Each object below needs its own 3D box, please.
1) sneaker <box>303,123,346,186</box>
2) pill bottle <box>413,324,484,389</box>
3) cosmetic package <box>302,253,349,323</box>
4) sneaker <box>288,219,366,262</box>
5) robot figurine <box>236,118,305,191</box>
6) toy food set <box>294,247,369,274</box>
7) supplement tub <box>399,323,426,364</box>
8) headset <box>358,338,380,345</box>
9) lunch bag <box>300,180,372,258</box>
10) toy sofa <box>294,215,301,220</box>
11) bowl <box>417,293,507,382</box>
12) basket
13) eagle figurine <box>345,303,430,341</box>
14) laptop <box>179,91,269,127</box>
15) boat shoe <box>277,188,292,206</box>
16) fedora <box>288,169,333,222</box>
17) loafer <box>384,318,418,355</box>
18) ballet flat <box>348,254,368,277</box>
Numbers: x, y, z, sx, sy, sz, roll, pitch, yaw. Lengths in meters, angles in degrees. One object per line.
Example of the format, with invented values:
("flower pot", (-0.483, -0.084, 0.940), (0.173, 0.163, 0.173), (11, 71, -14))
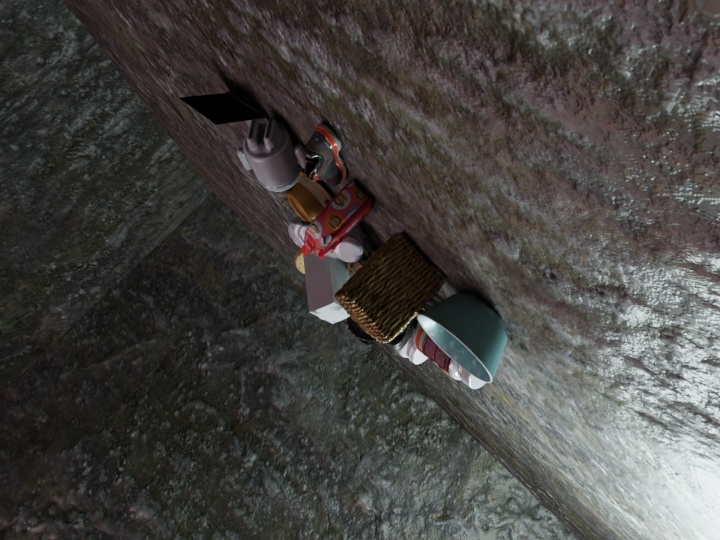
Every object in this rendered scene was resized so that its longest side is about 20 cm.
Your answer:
("sneaker", (-0.084, -0.214, 1.049), (0.077, 0.082, 0.200), (42, 169, 15))
("pill bottle", (0.236, 0.202, 1.316), (0.199, 0.114, 0.115), (36, 167, 45))
("cosmetic package", (-0.084, 0.024, 1.366), (0.113, 0.080, 0.203), (32, -140, -54))
("sneaker", (-0.078, -0.093, 1.318), (0.197, 0.115, 0.076), (19, 124, 5))
("robot figurine", (-0.204, -0.264, 1.229), (0.167, 0.114, 0.201), (4, 153, 11))
("toy food set", (-0.075, -0.037, 1.494), (0.199, 0.198, 0.049), (33, -146, -20))
("supplement tub", (0.127, 0.164, 1.534), (0.199, 0.140, 0.141), (39, 169, 32))
("headset", (0.035, 0.149, 1.458), (0.199, 0.093, 0.126), (-1, 92, 52))
("lunch bag", (-0.063, -0.099, 1.153), (0.082, 0.176, 0.200), (44, 170, -2))
("toy sofa", (-0.124, -0.103, 1.610), (0.199, 0.098, 0.083), (36, 167, 37))
("bowl", (0.224, 0.124, 1.085), (0.200, 0.105, 0.201), (42, 169, 10))
("basket", (0.058, 0.042, 1.151), (0.149, 0.200, 0.143), (45, 169, -6))
("eagle figurine", (0.076, 0.085, 1.292), (0.150, 0.199, 0.153), (1, -113, -45))
("laptop", (-0.308, -0.357, 1.290), (0.187, 0.116, 0.201), (38, 168, 35))
("boat shoe", (-0.212, -0.236, 1.581), (0.200, 0.071, 0.069), (79, -178, -84))
("fedora", (-0.130, -0.176, 1.378), (0.200, 0.082, 0.201), (44, 171, 9))
("loafer", (0.110, 0.139, 1.357), (0.072, 0.200, 0.072), (18, 135, 24))
("ballet flat", (0.000, 0.000, 1.361), (0.070, 0.066, 0.200), (39, -175, -6))
